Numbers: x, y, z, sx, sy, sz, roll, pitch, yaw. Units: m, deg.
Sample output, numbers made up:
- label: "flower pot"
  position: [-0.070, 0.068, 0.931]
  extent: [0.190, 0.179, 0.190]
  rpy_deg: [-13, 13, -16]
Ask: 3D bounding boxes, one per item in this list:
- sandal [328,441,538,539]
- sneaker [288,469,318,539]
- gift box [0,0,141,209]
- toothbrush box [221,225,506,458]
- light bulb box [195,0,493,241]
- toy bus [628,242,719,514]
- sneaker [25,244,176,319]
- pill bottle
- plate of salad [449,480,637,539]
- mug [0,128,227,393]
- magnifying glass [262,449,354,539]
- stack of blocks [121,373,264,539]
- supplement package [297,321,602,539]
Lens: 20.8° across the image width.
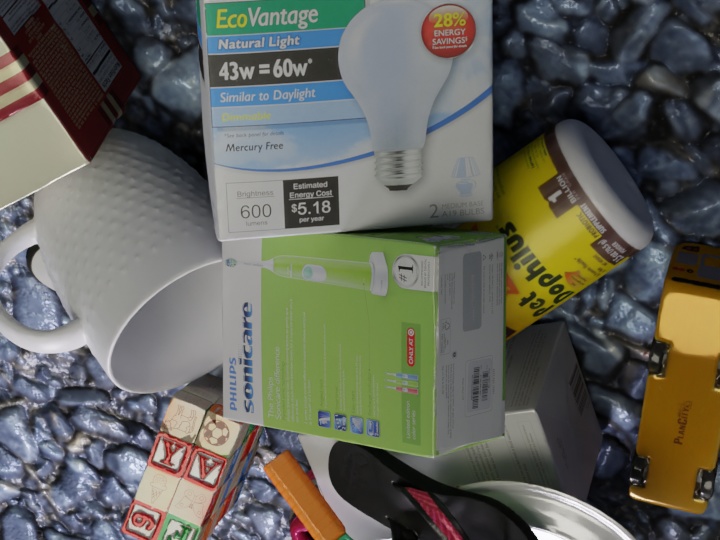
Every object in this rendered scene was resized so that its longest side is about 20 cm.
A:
- label: "sandal"
  position: [0.047, 0.188, 1.448]
  extent: [0.200, 0.045, 0.075]
  rpy_deg: [25, 121, 30]
- label: "sneaker"
  position: [0.030, 0.244, 1.666]
  extent: [0.200, 0.075, 0.081]
  rpy_deg: [26, 126, 1]
- label: "gift box"
  position: [-0.303, -0.151, 1.467]
  extent: [0.186, 0.185, 0.200]
  rpy_deg: [-27, 107, 21]
- label: "toothbrush box"
  position: [0.000, 0.041, 1.380]
  extent: [0.200, 0.086, 0.146]
  rpy_deg: [6, 100, 39]
- label: "light bulb box"
  position: [-0.012, -0.141, 1.347]
  extent: [0.198, 0.125, 0.201]
  rpy_deg: [-5, 114, -6]
- label: "toy bus"
  position: [0.249, 0.085, 1.485]
  extent: [0.065, 0.078, 0.200]
  rpy_deg: [11, 124, 11]
- label: "sneaker"
  position: [-0.183, 0.020, 1.593]
  extent: [0.199, 0.080, 0.074]
  rpy_deg: [19, 128, 8]
- label: "pill bottle"
  position: [0.105, -0.014, 1.428]
  extent: [0.200, 0.109, 0.109]
  rpy_deg: [-36, 106, 19]
- label: "plate of salad"
  position: [0.138, 0.226, 1.487]
  extent: [0.199, 0.048, 0.200]
  rpy_deg: [14, 133, 15]
- label: "mug"
  position: [-0.191, -0.008, 1.494]
  extent: [0.175, 0.200, 0.148]
  rpy_deg: [53, 159, 29]
- label: "magnifying glass"
  position: [-0.007, 0.226, 1.520]
  extent: [0.080, 0.022, 0.200]
  rpy_deg: [-37, 84, -3]
- label: "stack of blocks"
  position: [-0.123, 0.145, 1.575]
  extent: [0.058, 0.200, 0.115]
  rpy_deg: [22, 98, 4]
- label: "supplement package"
  position: [0.073, 0.131, 1.549]
  extent: [0.199, 0.120, 0.122]
  rpy_deg: [-8, 121, 23]
